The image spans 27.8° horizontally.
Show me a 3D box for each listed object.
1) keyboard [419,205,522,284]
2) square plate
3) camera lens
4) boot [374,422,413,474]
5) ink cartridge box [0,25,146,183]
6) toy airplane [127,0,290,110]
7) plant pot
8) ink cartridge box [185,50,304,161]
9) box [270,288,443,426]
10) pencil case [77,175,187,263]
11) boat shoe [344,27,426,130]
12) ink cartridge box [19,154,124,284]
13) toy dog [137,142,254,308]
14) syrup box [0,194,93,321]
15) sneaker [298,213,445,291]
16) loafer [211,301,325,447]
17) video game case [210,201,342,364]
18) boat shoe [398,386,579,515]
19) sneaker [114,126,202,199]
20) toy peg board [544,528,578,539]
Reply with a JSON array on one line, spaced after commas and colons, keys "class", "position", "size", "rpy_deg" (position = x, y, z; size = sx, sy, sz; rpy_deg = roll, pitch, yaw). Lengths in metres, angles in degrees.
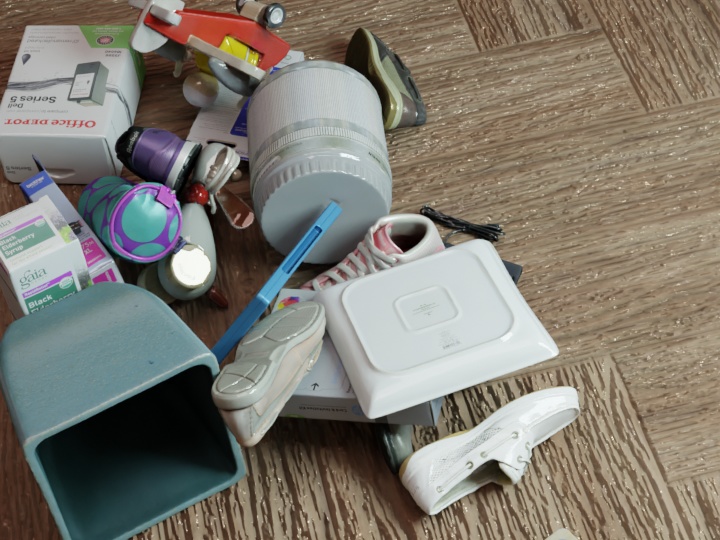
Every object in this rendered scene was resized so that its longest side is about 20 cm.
[{"class": "keyboard", "position": [0.089, -0.024, 1.659], "size": [0.199, 0.021, 0.127], "rpy_deg": [18, 54, 17]}, {"class": "square plate", "position": [0.070, 0.047, 1.456], "size": [0.199, 0.029, 0.198], "rpy_deg": [-18, 39, -7]}, {"class": "camera lens", "position": [-0.048, -0.128, 1.659], "size": [0.159, 0.160, 0.200], "rpy_deg": [-6, 47, -1]}, {"class": "boot", "position": [0.074, 0.113, 1.513], "size": [0.130, 0.068, 0.200], "rpy_deg": [-8, 48, 1]}, {"class": "ink cartridge box", "position": [-0.358, -0.208, 1.805], "size": [0.145, 0.084, 0.201], "rpy_deg": [1, 50, 5]}, {"class": "toy airplane", "position": [-0.195, -0.267, 1.763], "size": [0.198, 0.142, 0.200], "rpy_deg": [13, 18, 2]}, {"class": "plant pot", "position": [-0.256, 0.127, 1.459], "size": [0.196, 0.196, 0.200], "rpy_deg": [-25, 46, -16]}, {"class": "ink cartridge box", "position": [-0.144, -0.204, 1.817], "size": [0.094, 0.037, 0.200], "rpy_deg": [10, 50, 14]}, {"class": "box", "position": [-0.006, 0.085, 1.483], "size": [0.199, 0.041, 0.156], "rpy_deg": [2, 41, 16]}, {"class": "pencil case", "position": [-0.256, -0.059, 1.611], "size": [0.092, 0.085, 0.200], "rpy_deg": [-43, 20, -12]}, {"class": "boat shoe", "position": [0.031, -0.233, 1.811], "size": [0.066, 0.072, 0.201], "rpy_deg": [11, 32, -24]}, {"class": "ink cartridge box", "position": [-0.321, -0.029, 1.630], "size": [0.042, 0.120, 0.200], "rpy_deg": [-31, 55, -13]}, {"class": "toy dog", "position": [-0.167, -0.038, 1.638], "size": [0.200, 0.096, 0.132], "rpy_deg": [-62, 24, -5]}, {"class": "syrup box", "position": [-0.328, 0.026, 1.534], "size": [0.079, 0.200, 0.081], "rpy_deg": [-28, 54, -19]}, {"class": "sneaker", "position": [0.000, 0.000, 1.583], "size": [0.200, 0.105, 0.075], "rpy_deg": [-24, 59, -6]}, {"class": "loafer", "position": [-0.086, 0.098, 1.415], "size": [0.072, 0.063, 0.200], "rpy_deg": [-3, 24, 24]}, {"class": "video game case", "position": [-0.096, 0.021, 1.529], "size": [0.018, 0.143, 0.200], "rpy_deg": [40, 37, -3]}, {"class": "boat shoe", "position": [0.140, 0.185, 1.453], "size": [0.200, 0.071, 0.069], "rpy_deg": [-27, 55, -7]}, {"class": "sneaker", "position": [-0.233, -0.134, 1.662], "size": [0.087, 0.200, 0.076], "rpy_deg": [26, 84, -5]}, {"class": "toy peg board", "position": [0.178, 0.336, 1.303], "size": [0.200, 0.098, 0.199], "rpy_deg": [-32, 55, -21]}]
